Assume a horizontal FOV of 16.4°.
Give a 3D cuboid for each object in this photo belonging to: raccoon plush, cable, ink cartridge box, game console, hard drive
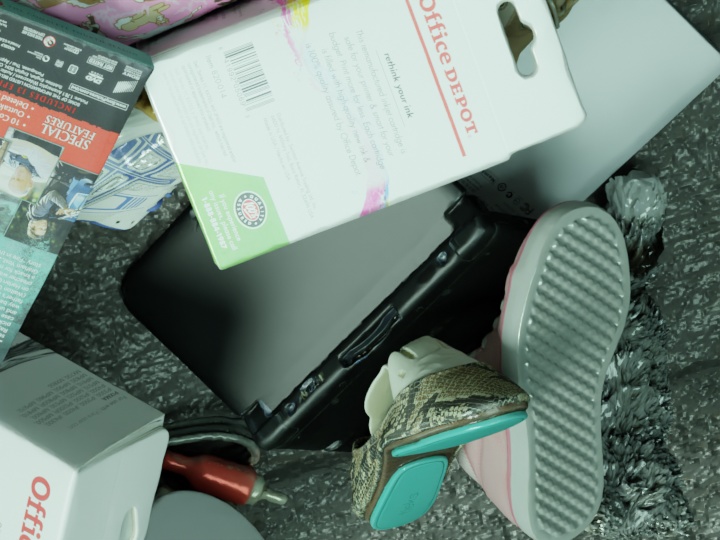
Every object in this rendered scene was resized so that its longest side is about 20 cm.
[{"bbox_3d":[0.145,0.061,1.428,0.097,0.134,0.200,-10,128,-10],"label":"raccoon plush"},{"bbox_3d":[-0.136,0.114,1.446,0.200,0.050,0.097,20,120,-25],"label":"cable"},{"bbox_3d":[-0.217,0.107,1.339,0.200,0.083,0.147,26,119,22],"label":"ink cartridge box"},{"bbox_3d":[0.000,-0.094,1.255,0.200,0.067,0.117,-20,107,2],"label":"ink cartridge box"},{"bbox_3d":[0.000,0.000,1.412,0.176,0.116,0.200,8,135,-50],"label":"game console"},{"bbox_3d":[0.092,-0.090,1.400,0.200,0.026,0.132,-43,120,12],"label":"hard drive"}]

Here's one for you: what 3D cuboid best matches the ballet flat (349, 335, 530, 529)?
[{"bbox_3d":[0.032,0.080,1.363,0.068,0.075,0.200,-11,162,-21],"label":"ballet flat"}]

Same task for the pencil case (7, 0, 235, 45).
[{"bbox_3d":[-0.106,-0.153,1.221,0.200,0.083,0.087,-22,130,6],"label":"pencil case"}]

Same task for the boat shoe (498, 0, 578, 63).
[{"bbox_3d":[0.082,-0.152,1.306,0.064,0.071,0.200,14,106,16],"label":"boat shoe"}]

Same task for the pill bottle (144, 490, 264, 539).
[{"bbox_3d":[-0.142,0.220,1.443,0.114,0.114,0.200,27,127,-26],"label":"pill bottle"}]

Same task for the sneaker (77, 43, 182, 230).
[{"bbox_3d":[-0.118,-0.070,1.340,0.200,0.075,0.088,-12,130,4],"label":"sneaker"}]

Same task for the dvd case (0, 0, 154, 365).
[{"bbox_3d":[-0.206,-0.042,1.205,0.146,0.022,0.200,19,112,-24],"label":"dvd case"}]

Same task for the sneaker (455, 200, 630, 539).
[{"bbox_3d":[0.088,0.044,1.381,0.075,0.105,0.200,-12,118,-28],"label":"sneaker"}]
